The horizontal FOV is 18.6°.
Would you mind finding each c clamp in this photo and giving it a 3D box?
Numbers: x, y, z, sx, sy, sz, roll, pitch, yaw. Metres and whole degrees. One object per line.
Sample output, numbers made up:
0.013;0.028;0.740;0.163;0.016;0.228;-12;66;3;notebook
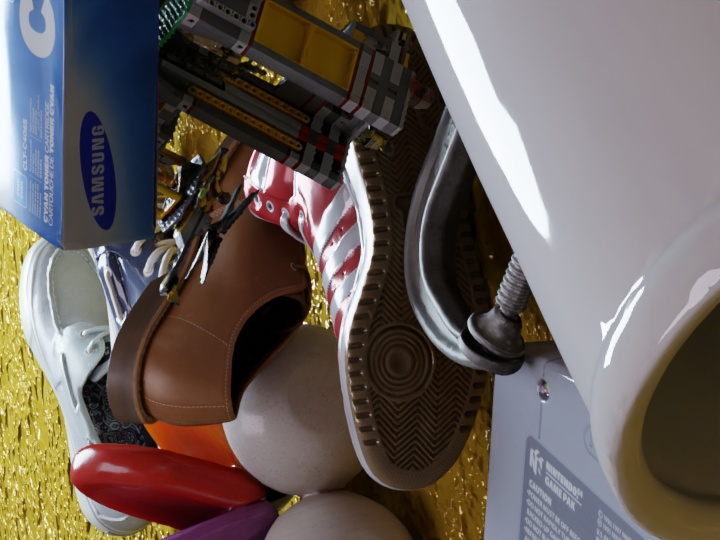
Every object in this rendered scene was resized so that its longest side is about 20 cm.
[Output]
0.064;-0.040;0.847;0.171;0.027;0.201;-114;38;-47;c clamp

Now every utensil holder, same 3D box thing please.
0.107;-0.053;0.609;0.171;0.168;0.201;109;146;-46;utensil holder

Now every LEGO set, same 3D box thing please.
-0.039;-0.091;0.926;0.200;0.115;0.155;-45;26;44;LEGO set

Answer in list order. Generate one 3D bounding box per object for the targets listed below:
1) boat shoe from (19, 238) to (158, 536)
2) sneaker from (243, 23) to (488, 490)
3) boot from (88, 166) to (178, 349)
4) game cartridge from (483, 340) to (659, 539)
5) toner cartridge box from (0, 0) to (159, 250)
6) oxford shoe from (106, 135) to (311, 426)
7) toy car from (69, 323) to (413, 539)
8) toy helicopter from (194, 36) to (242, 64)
-0.161;0.067;1.409;0.071;0.070;0.203;-29;74;54;boat shoe
0.000;0.000;0.994;0.112;0.071;0.202;-18;74;63;sneaker
-0.114;-0.009;1.274;0.090;0.072;0.202;-7;99;60;boot
0.107;0.109;0.829;0.200;0.040;0.135;-137;41;-56;game cartridge
-0.116;-0.118;0.848;0.095;0.043;0.202;30;124;52;toner cartridge box
-0.049;-0.003;1.051;0.072;0.071;0.201;74;-150;-48;oxford shoe
-0.068;0.126;1.092;0.175;0.149;0.202;145;115;-64;toy car
-0.121;-0.146;1.169;0.200;0.131;0.080;-137;65;-74;toy helicopter
